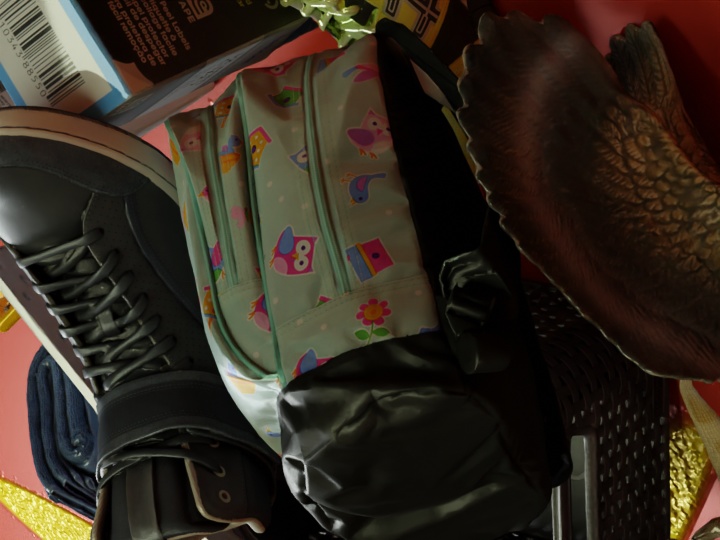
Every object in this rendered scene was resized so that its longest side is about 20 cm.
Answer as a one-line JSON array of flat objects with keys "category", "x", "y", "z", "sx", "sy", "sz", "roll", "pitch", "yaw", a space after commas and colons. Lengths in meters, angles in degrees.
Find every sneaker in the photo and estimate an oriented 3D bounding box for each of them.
[{"category": "sneaker", "x": -0.098, "y": 0.035, "z": 0.854, "sx": 0.077, "sy": 0.146, "sz": 0.202, "roll": -19, "pitch": 138, "yaw": 29}, {"category": "sneaker", "x": 0.001, "y": -0.121, "z": 0.913, "sx": 0.075, "sy": 0.076, "sz": 0.200, "roll": -20, "pitch": 104, "yaw": 55}]

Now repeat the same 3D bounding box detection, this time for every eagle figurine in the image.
[{"category": "eagle figurine", "x": 0.139, "y": -0.014, "z": 0.787, "sx": 0.200, "sy": 0.151, "sz": 0.152, "roll": 25, "pitch": 148, "yaw": 24}]

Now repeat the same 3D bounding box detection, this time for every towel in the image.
[{"category": "towel", "x": -0.095, "y": 0.116, "z": 1.128, "sx": 0.049, "sy": 0.200, "sz": 0.112, "roll": -43, "pitch": 37, "yaw": 20}]

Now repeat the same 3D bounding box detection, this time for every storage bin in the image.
[{"category": "storage bin", "x": 0.037, "y": 0.076, "z": 0.979, "sx": 0.200, "sy": 0.094, "sz": 0.135, "roll": 11, "pitch": 114, "yaw": 37}]

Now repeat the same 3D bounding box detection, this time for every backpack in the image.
[{"category": "backpack", "x": 0.000, "y": 0.000, "z": 0.826, "sx": 0.167, "sy": 0.127, "sz": 0.200, "roll": 71, "pitch": -177, "yaw": -60}]

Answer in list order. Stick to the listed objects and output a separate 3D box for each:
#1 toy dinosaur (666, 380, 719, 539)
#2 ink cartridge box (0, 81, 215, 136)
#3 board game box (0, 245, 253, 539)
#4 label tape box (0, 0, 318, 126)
[{"category": "toy dinosaur", "x": 0.181, "y": 0.122, "z": 0.925, "sx": 0.101, "sy": 0.058, "sz": 0.200, "roll": -29, "pitch": 102, "yaw": 43}, {"category": "ink cartridge box", "x": -0.199, "y": -0.070, "z": 1.104, "sx": 0.084, "sy": 0.200, "sz": 0.144, "roll": 60, "pitch": 148, "yaw": -5}, {"category": "board game box", "x": -0.099, "y": 0.063, "z": 1.111, "sx": 0.026, "sy": 0.200, "sz": 0.200, "roll": -43, "pitch": 80, "yaw": 19}, {"category": "label tape box", "x": -0.095, "y": -0.151, "z": 0.919, "sx": 0.066, "sy": 0.200, "sz": 0.143, "roll": -31, "pitch": 91, "yaw": 41}]
